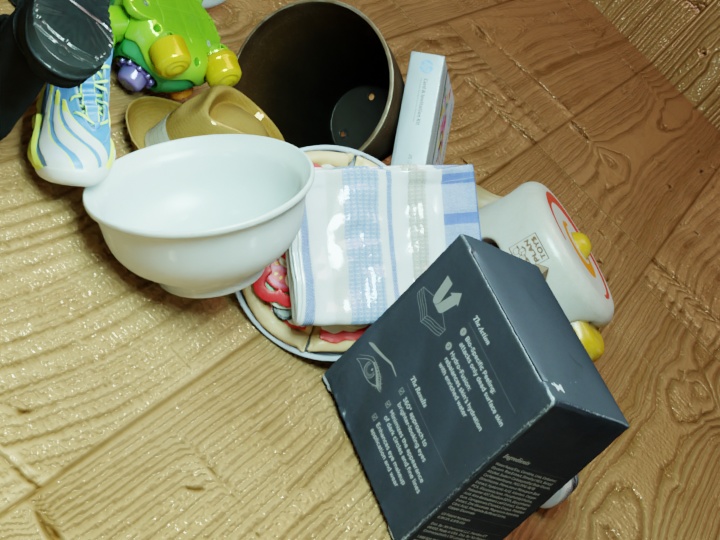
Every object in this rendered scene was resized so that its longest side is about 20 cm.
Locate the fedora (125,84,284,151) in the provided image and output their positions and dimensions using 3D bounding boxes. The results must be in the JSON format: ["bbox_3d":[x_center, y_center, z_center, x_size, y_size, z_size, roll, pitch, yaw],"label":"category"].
[{"bbox_3d":[-0.135,-0.124,1.583,0.200,0.082,0.201,35,25,-19],"label":"fedora"}]

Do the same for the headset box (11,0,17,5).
[{"bbox_3d":[-0.262,-0.349,1.638,0.093,0.174,0.200,47,24,7],"label":"headset box"}]

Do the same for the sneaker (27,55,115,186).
[{"bbox_3d":[-0.251,-0.154,1.405,0.075,0.106,0.200,1,29,-13],"label":"sneaker"}]

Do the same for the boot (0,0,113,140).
[{"bbox_3d":[-0.276,-0.166,1.325,0.073,0.162,0.199,34,27,-25],"label":"boot"}]

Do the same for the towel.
[{"bbox_3d":[0.023,-0.026,1.470,0.199,0.024,0.148,-2,84,-23],"label":"towel"}]

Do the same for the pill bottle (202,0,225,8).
[{"bbox_3d":[-0.197,-0.402,1.915,0.109,0.109,0.201,30,27,-29],"label":"pill bottle"}]

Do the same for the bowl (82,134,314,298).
[{"bbox_3d":[-0.133,-0.038,1.385,0.201,0.199,0.091,-90,174,-62],"label":"bowl"}]

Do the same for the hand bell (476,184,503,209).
[{"bbox_3d":[0.104,-0.103,1.963,0.200,0.104,0.104,44,20,31],"label":"hand bell"}]

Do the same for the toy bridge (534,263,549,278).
[{"bbox_3d":[0.096,-0.020,1.687,0.199,0.027,0.067,22,18,15],"label":"toy bridge"}]

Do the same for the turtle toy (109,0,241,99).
[{"bbox_3d":[-0.218,-0.237,1.611,0.199,0.101,0.146,6,54,-53],"label":"turtle toy"}]

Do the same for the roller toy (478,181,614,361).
[{"bbox_3d":[0.194,0.003,1.786,0.183,0.139,0.200,51,17,-27],"label":"roller toy"}]

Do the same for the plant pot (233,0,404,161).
[{"bbox_3d":[-0.022,-0.180,1.779,0.187,0.187,0.200,52,10,18],"label":"plant pot"}]

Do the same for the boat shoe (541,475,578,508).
[{"bbox_3d":[0.150,0.144,1.615,0.200,0.072,0.068,52,26,11],"label":"boat shoe"}]

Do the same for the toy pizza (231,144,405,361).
[{"bbox_3d":[-0.025,-0.018,1.481,0.200,0.201,0.032,40,-16,-9],"label":"toy pizza"}]

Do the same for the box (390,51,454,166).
[{"bbox_3d":[0.068,-0.139,1.779,0.041,0.157,0.200,10,-7,6],"label":"box"}]

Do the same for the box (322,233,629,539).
[{"bbox_3d":[0.096,0.114,1.415,0.117,0.200,0.197,21,33,-42],"label":"box"}]
